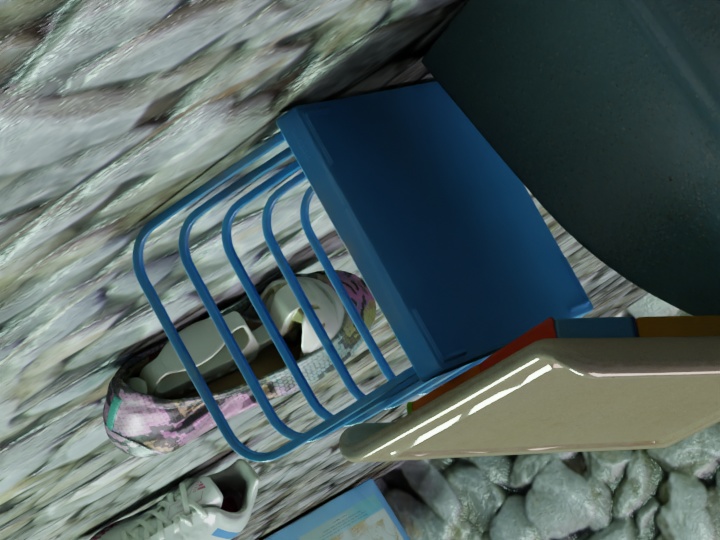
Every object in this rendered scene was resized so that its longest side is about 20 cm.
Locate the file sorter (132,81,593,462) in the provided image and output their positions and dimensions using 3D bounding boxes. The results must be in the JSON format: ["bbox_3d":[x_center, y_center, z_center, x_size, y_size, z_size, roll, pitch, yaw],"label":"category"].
[{"bbox_3d":[0.000,0.000,1.470,0.123,0.139,0.200,-32,174,26],"label":"file sorter"}]

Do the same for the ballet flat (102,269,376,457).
[{"bbox_3d":[-0.067,0.044,1.787,0.200,0.069,0.071,-28,152,-26],"label":"ballet flat"}]

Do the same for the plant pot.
[{"bbox_3d":[0.183,-0.091,1.381,0.196,0.200,0.196,-28,171,-25],"label":"plant pot"}]

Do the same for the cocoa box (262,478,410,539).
[{"bbox_3d":[-0.049,0.371,3.702,0.200,0.133,0.131,-28,171,-31],"label":"cocoa box"}]

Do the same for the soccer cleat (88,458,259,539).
[{"bbox_3d":[-0.163,0.213,2.507,0.200,0.070,0.086,-28,156,-46],"label":"soccer cleat"}]

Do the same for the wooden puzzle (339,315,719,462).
[{"bbox_3d":[0.113,0.052,1.377,0.185,0.037,0.200,0,166,-31],"label":"wooden puzzle"}]
